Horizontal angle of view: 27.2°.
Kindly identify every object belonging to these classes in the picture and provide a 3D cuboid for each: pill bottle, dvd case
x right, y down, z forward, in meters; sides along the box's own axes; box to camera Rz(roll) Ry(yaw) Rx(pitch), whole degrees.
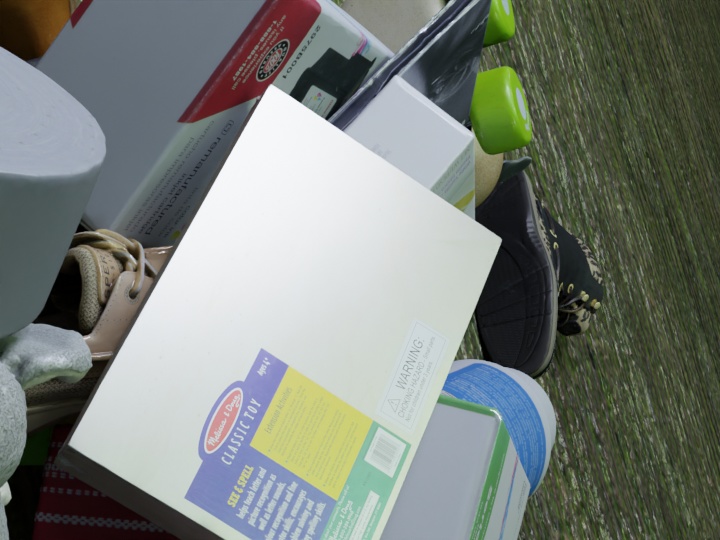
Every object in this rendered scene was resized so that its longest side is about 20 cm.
[{"bbox_3d":[0.062,0.120,0.988,0.200,0.112,0.113,-13,86,-63],"label":"pill bottle"},{"bbox_3d":[0.001,-0.059,0.837,0.016,0.200,0.149,39,-20,14],"label":"dvd case"}]

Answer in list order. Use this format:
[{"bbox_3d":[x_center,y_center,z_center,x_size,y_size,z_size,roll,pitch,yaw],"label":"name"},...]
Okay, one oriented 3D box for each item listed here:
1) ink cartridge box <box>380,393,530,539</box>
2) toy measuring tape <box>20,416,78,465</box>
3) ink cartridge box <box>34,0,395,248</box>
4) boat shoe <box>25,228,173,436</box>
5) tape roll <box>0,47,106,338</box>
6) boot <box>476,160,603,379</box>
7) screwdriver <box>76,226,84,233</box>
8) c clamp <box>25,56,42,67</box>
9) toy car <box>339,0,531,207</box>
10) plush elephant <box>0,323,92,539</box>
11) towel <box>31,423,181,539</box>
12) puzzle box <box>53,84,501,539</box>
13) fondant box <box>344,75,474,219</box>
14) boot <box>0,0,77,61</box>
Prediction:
[{"bbox_3d":[0.003,0.113,0.760,0.200,0.144,0.085,60,45,-70],"label":"ink cartridge box"},{"bbox_3d":[-0.106,0.061,0.735,0.200,0.073,0.074,11,65,-56],"label":"toy measuring tape"},{"bbox_3d":[-0.071,-0.087,0.754,0.083,0.146,0.200,40,9,16],"label":"ink cartridge box"},{"bbox_3d":[-0.111,0.020,0.645,0.199,0.065,0.071,-20,49,-33],"label":"boat shoe"},{"bbox_3d":[-0.192,-0.053,0.519,0.199,0.066,0.200,25,14,-7],"label":"tape roll"},{"bbox_3d":[0.158,0.020,1.290,0.150,0.073,0.201,37,37,-50],"label":"boot"},{"bbox_3d":[-0.186,0.013,0.674,0.029,0.028,0.200,43,29,9],"label":"screwdriver"},{"bbox_3d":[-0.157,-0.137,0.672,0.199,0.027,0.172,-21,131,-47],"label":"c clamp"},{"bbox_3d":[0.051,-0.102,1.067,0.200,0.163,0.159,41,39,-61],"label":"toy car"},{"bbox_3d":[-0.166,0.084,0.515,0.165,0.154,0.201,-23,95,-63],"label":"plush elephant"},{"bbox_3d":[-0.076,0.170,0.631,0.023,0.143,0.202,83,11,-75],"label":"towel"},{"bbox_3d":[-0.028,0.030,0.635,0.133,0.025,0.201,34,57,-11],"label":"puzzle box"},{"bbox_3d":[0.000,0.000,0.829,0.058,0.144,0.200,38,-12,14],"label":"fondant box"},{"bbox_3d":[-0.215,-0.158,0.692,0.144,0.070,0.203,-31,115,-48],"label":"boot"}]
